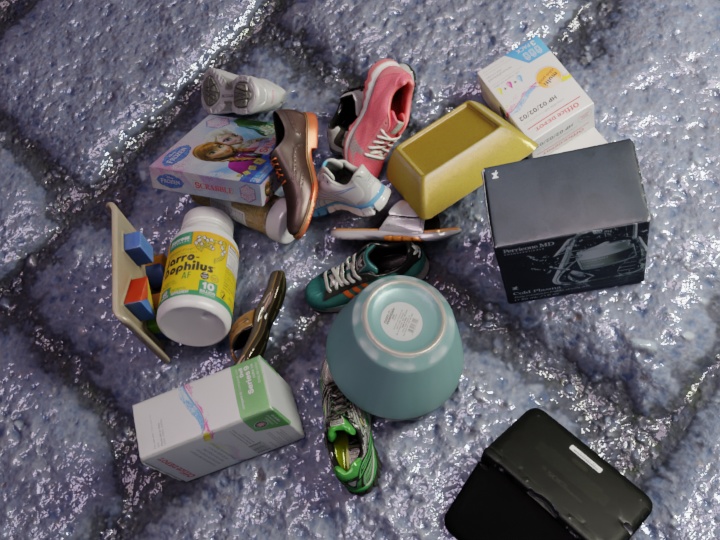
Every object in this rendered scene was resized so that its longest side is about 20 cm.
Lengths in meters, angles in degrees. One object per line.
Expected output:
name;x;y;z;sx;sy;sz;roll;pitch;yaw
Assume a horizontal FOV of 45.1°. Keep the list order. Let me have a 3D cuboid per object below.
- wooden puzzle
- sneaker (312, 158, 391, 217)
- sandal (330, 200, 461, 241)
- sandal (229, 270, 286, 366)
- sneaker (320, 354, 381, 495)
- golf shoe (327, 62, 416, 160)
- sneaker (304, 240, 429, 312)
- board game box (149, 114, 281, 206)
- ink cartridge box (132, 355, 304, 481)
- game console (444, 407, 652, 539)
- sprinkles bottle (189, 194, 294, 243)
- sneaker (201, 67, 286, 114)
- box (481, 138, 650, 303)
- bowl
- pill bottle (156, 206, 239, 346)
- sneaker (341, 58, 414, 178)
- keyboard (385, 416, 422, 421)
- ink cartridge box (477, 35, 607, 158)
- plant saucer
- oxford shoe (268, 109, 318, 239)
wooden puzzle;-0.326;0.018;1.320;0.045;0.186;0.203;-15;63;3
sneaker;-0.045;-0.136;1.334;0.197;0.087;0.076;0;49;43
sandal;0.049;-0.075;1.304;0.202;0.079;0.061;1;95;18
sandal;-0.164;0.086;1.297;0.054;0.082;0.203;16;68;7
sneaker;-0.017;0.202;1.202;0.077;0.085;0.203;-18;62;8
golf shoe;0.019;-0.269;1.400;0.077;0.095;0.201;30;76;27
sneaker;0.000;0.000;1.288;0.197;0.080;0.073;-20;60;12
board game box;-0.203;-0.182;1.396;0.196;0.042;0.201;10;36;18
ink cartridge box;-0.197;0.212;1.216;0.197;0.146;0.089;-23;61;5
game console;0.238;0.311;1.115;0.175;0.118;0.199;-32;57;-34
sprinkles bottle;-0.185;-0.108;1.396;0.198;0.068;0.069;24;75;28
sneaker;-0.201;-0.300;1.496;0.198;0.098;0.080;25;110;45
box;0.277;-0.059;1.169;0.196;0.197;0.126;-10;63;12
bowl;0.055;0.088;1.185;0.196;0.106;0.204;4;58;-6
pill bottle;-0.245;0.004;1.334;0.110;0.114;0.203;-9;50;12
sneaker;0.030;-0.218;1.334;0.087;0.073;0.204;38;118;51
keyboard;0.064;0.117;1.258;0.055;0.011;0.204;-5;65;15
ink cartridge box;0.279;-0.247;1.326;0.114;0.068;0.202;-31;62;1
plant saucer;0.137;-0.180;1.295;0.198;0.049;0.201;-33;30;1
oxford shoe;-0.107;-0.146;1.308;0.071;0.071;0.204;8;69;-27
